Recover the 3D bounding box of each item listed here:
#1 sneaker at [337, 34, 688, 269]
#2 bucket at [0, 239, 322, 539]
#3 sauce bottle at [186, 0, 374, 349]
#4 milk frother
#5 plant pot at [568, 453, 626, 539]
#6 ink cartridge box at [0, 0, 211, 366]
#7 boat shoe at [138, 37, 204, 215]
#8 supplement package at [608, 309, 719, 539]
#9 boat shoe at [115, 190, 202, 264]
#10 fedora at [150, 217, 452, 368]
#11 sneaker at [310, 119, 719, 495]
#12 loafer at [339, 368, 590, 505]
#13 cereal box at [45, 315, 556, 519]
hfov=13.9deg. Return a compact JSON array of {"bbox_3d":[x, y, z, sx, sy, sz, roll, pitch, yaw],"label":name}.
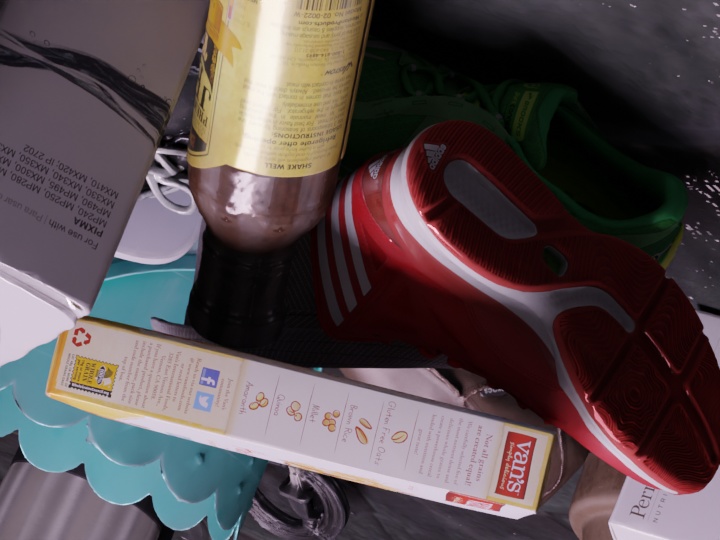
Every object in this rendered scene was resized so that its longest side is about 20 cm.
[{"bbox_3d":[0.050,-0.061,1.247,0.200,0.074,0.084,26,141,-9],"label":"sneaker"},{"bbox_3d":[-0.124,0.046,1.591,0.207,0.135,0.207,25,169,5],"label":"bucket"},{"bbox_3d":[-0.036,-0.060,1.176,0.065,0.065,0.200,20,122,13],"label":"sauce bottle"},{"bbox_3d":[-0.137,0.181,1.921,0.200,0.188,0.181,8,156,39],"label":"milk frother"},{"bbox_3d":[0.189,0.209,1.630,0.200,0.175,0.200,22,160,8],"label":"plant pot"},{"bbox_3d":[-0.135,-0.069,1.199,0.084,0.200,0.145,28,156,-19],"label":"ink cartridge box"},{"bbox_3d":[-0.085,-0.068,1.340,0.074,0.068,0.199,38,164,-15],"label":"boat shoe"},{"bbox_3d":[0.236,0.118,1.405,0.200,0.121,0.120,16,159,21],"label":"supplement package"},{"bbox_3d":[-0.169,-0.063,1.481,0.200,0.072,0.066,26,165,-1],"label":"boat shoe"},{"bbox_3d":[0.000,0.000,1.364,0.200,0.090,0.177,2,180,-31],"label":"fedora"},{"bbox_3d":[0.060,0.021,1.242,0.200,0.078,0.116,49,146,-19],"label":"sneaker"},{"bbox_3d":[0.038,0.062,1.513,0.200,0.071,0.073,31,161,-20],"label":"loafer"},{"bbox_3d":[-0.023,0.061,1.217,0.200,0.040,0.144,14,175,2],"label":"cereal box"}]
